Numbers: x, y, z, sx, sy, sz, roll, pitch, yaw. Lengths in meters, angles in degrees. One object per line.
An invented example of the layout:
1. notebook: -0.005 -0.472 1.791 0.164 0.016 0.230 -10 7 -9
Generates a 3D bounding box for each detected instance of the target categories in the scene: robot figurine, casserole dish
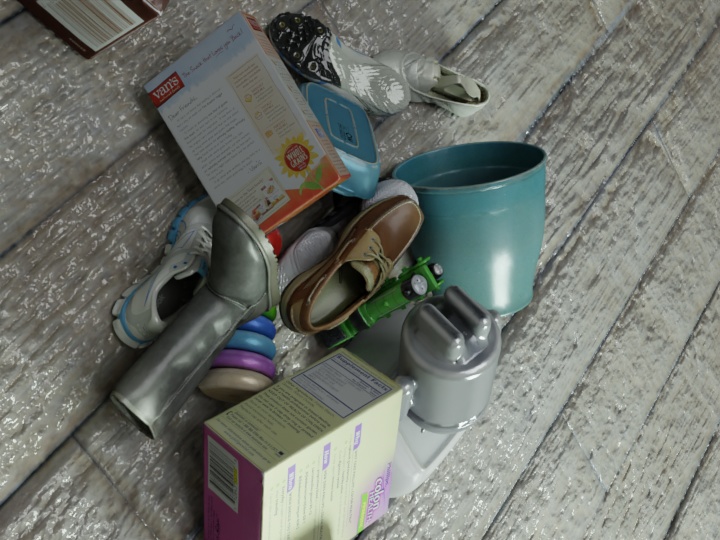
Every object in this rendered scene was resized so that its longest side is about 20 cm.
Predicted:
1. robot figurine: 0.098 0.108 1.116 0.168 0.113 0.202 -28 146 -23
2. casserole dish: -0.031 -0.157 1.137 0.119 0.039 0.202 22 31 -21

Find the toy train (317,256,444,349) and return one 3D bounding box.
1. toy train: 0.019 0.040 1.127 0.056 0.199 0.042 -35 91 -44

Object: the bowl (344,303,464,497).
1. bowl: 0.062 0.162 1.233 0.199 0.074 0.203 -42 113 -36

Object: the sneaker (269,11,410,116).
1. sneaker: -0.030 -0.248 1.217 0.197 0.072 0.073 28 78 -21

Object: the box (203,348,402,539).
1. box: -0.062 0.211 1.041 0.198 0.096 0.179 -25 131 -40

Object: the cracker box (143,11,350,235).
1. cracker box: -0.118 -0.147 1.039 0.202 0.133 0.058 58 15 -1

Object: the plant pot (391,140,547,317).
1. plant pot: 0.148 -0.047 1.271 0.198 0.198 0.192 -28 118 -40

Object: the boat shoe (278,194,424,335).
1. boat shoe: 0.000 0.000 1.085 0.200 0.074 0.076 -46 115 -14

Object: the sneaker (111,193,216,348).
1. sneaker: -0.174 -0.004 1.036 0.075 0.086 0.202 44 57 -26

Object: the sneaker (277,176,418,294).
1. sneaker: -0.026 -0.045 1.181 0.198 0.114 0.076 -35 112 -1

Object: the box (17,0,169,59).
1. box: -0.249 -0.351 0.960 0.164 0.164 0.203 39 60 -30

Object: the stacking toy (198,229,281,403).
1. stacking toy: -0.126 0.039 1.086 0.084 0.085 0.204 21 64 -37

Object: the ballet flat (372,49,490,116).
1. ballet flat: 0.100 -0.257 1.326 0.197 0.069 0.071 11 77 -40

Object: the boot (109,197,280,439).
1. boot: -0.165 0.050 0.951 0.199 0.072 0.183 -41 147 -21
